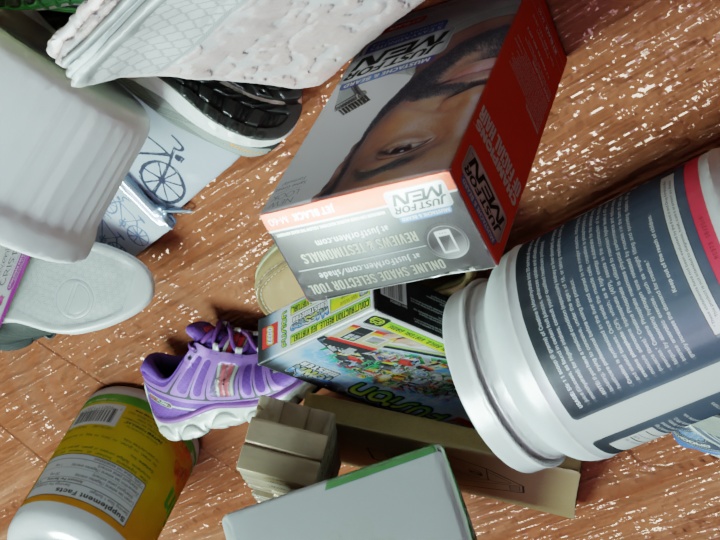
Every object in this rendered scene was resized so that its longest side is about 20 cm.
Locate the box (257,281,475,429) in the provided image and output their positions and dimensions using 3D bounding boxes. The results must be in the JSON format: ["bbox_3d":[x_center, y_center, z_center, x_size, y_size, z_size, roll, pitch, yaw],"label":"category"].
[{"bbox_3d":[0.040,0.059,0.832,0.199,0.035,0.110,24,142,-39],"label":"box"}]

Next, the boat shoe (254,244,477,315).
[{"bbox_3d":[0.000,0.000,0.834,0.199,0.067,0.074,-21,119,34],"label":"boat shoe"}]

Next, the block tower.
[{"bbox_3d":[-0.047,0.140,0.881,0.057,0.054,0.200,15,162,4],"label":"block tower"}]

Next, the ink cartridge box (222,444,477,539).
[{"bbox_3d":[0.006,0.190,0.824,0.146,0.083,0.200,-20,162,3],"label":"ink cartridge box"}]

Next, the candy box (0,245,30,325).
[{"bbox_3d":[-0.340,-0.030,0.881,0.199,0.061,0.137,29,100,13],"label":"candy box"}]

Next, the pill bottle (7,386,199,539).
[{"bbox_3d":[-0.219,0.202,1.005,0.110,0.200,0.111,11,133,12],"label":"pill bottle"}]

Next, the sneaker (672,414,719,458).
[{"bbox_3d":[0.301,0.110,0.818,0.199,0.077,0.085,18,144,17],"label":"sneaker"}]

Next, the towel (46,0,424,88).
[{"bbox_3d":[-0.027,-0.147,0.601,0.200,0.190,0.032,-31,76,42],"label":"towel"}]

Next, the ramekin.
[{"bbox_3d":[-0.221,-0.101,0.725,0.200,0.201,0.098,35,97,-10],"label":"ramekin"}]

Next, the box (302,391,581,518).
[{"bbox_3d":[0.064,0.139,0.911,0.199,0.021,0.164,12,162,13],"label":"box"}]

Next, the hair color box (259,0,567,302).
[{"bbox_3d":[0.036,-0.076,0.661,0.110,0.200,0.064,-12,124,29],"label":"hair color box"}]

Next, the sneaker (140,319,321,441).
[{"bbox_3d":[-0.091,0.071,0.931,0.199,0.081,0.084,-20,102,27],"label":"sneaker"}]

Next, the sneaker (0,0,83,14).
[{"bbox_3d":[-0.147,-0.173,0.698,0.199,0.085,0.078,21,100,26],"label":"sneaker"}]

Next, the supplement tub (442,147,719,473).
[{"bbox_3d":[0.164,0.028,0.725,0.199,0.141,0.141,-27,116,27],"label":"supplement tub"}]

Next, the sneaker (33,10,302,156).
[{"bbox_3d":[-0.130,-0.134,0.768,0.200,0.074,0.079,37,161,-1],"label":"sneaker"}]

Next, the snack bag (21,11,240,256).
[{"bbox_3d":[-0.197,-0.094,0.862,0.189,0.021,0.200,44,131,-17],"label":"snack bag"}]

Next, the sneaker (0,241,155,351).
[{"bbox_3d":[-0.237,0.020,0.940,0.199,0.099,0.071,-8,83,14],"label":"sneaker"}]
